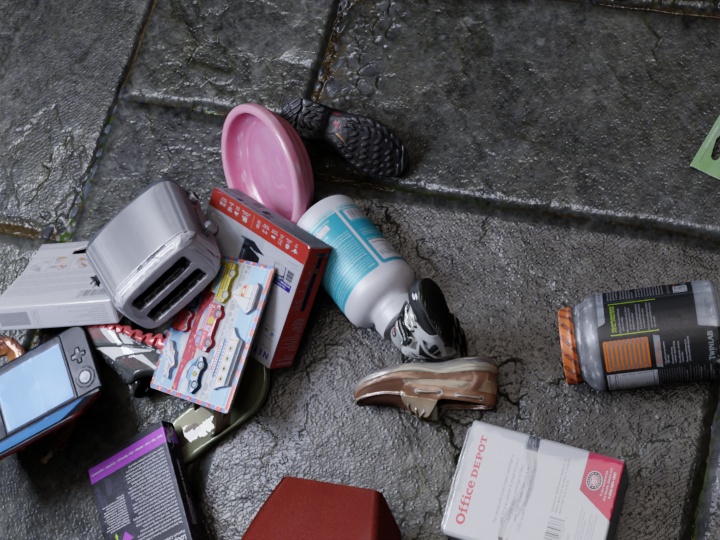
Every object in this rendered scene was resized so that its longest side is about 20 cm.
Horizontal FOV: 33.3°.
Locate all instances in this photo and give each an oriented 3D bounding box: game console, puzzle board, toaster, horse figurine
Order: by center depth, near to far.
[{"bbox_3d":[-0.202,0.078,1.627,0.149,0.017,0.203,12,81,37],"label":"puzzle board"},{"bbox_3d":[-0.282,-0.015,1.631,0.199,0.114,0.130,-40,50,4],"label":"toaster"},{"bbox_3d":[-0.462,0.177,1.654,0.198,0.119,0.174,-27,66,8],"label":"game console"},{"bbox_3d":[-0.477,0.192,1.747,0.198,0.050,0.134,25,83,25],"label":"horse figurine"}]

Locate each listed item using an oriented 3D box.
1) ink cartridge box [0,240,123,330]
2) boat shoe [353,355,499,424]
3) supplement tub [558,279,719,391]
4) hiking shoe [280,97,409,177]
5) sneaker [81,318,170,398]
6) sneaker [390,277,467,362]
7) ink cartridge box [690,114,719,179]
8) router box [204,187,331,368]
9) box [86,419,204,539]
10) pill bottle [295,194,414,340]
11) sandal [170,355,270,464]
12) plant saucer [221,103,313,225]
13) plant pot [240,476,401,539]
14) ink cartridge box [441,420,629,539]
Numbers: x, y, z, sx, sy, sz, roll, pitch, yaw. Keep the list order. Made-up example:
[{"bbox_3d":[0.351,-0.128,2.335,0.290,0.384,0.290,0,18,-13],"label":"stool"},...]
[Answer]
[{"bbox_3d":[-0.416,0.018,1.778,0.196,0.045,0.177,-4,30,17],"label":"ink cartridge box"},{"bbox_3d":[0.085,0.162,1.580,0.197,0.076,0.073,-10,69,14],"label":"boat shoe"},{"bbox_3d":[0.351,0.084,1.504,0.196,0.123,0.125,-7,67,13],"label":"supplement tub"},{"bbox_3d":[-0.019,-0.199,1.746,0.198,0.101,0.077,26,100,-5],"label":"hiking shoe"},{"bbox_3d":[-0.329,0.126,1.716,0.197,0.071,0.099,13,71,19],"label":"sneaker"},{"bbox_3d":[0.075,0.075,1.545,0.087,0.200,0.075,-9,61,13],"label":"sneaker"},{"bbox_3d":[0.543,-0.149,1.572,0.198,0.059,0.105,29,79,24],"label":"ink cartridge box"},{"bbox_3d":[-0.148,0.008,1.663,0.199,0.048,0.182,30,109,34],"label":"router box"},{"bbox_3d":[-0.289,0.326,1.630,0.142,0.036,0.203,-30,62,20],"label":"box"},{"bbox_3d":[0.000,0.000,1.647,0.110,0.111,0.201,-39,63,-2],"label":"pill bottle"},{"bbox_3d":[-0.202,0.190,1.661,0.201,0.057,0.080,-45,62,-3],"label":"sandal"},{"bbox_3d":[-0.128,-0.141,1.715,0.050,0.202,0.201,-21,58,-32],"label":"plant saucer"},{"bbox_3d":[-0.042,0.369,1.481,0.196,0.201,0.178,6,58,18],"label":"plant pot"},{"bbox_3d":[0.216,0.287,1.485,0.197,0.083,0.147,13,74,21],"label":"ink cartridge box"}]
